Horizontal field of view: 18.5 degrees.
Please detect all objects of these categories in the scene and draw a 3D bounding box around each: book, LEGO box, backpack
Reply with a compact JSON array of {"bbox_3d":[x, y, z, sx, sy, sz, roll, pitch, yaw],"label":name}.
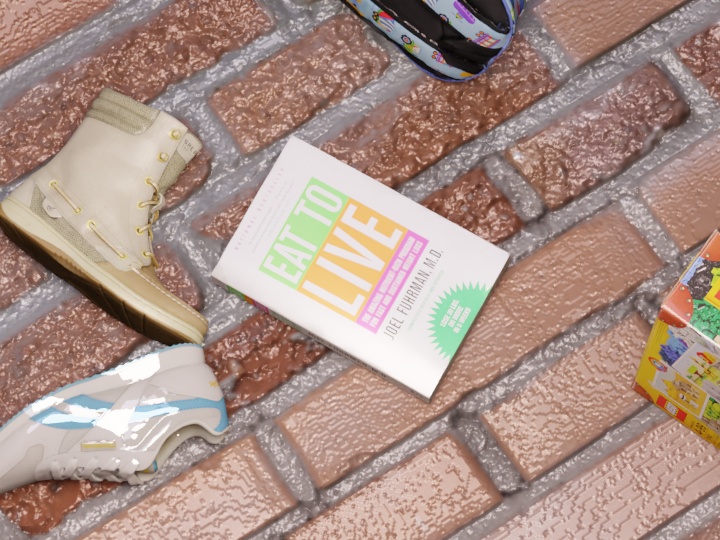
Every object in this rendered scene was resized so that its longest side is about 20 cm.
[{"bbox_3d":[0.000,0.000,1.756,0.200,0.048,0.134,28,77,8],"label":"book"},{"bbox_3d":[0.291,0.071,1.640,0.149,0.200,0.077,35,74,12],"label":"LEGO box"},{"bbox_3d":[0.059,-0.260,1.777,0.200,0.183,0.135,45,59,0],"label":"backpack"}]

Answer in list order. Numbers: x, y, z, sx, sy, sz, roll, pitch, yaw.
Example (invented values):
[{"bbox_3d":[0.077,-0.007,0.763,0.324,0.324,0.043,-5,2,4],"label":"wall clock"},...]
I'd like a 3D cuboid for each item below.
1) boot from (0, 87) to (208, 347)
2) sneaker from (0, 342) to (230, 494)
[{"bbox_3d":[-0.170,-0.043,1.757,0.200,0.072,0.155,35,72,13],"label":"boot"},{"bbox_3d":[-0.198,0.128,1.691,0.200,0.077,0.081,-24,73,-8],"label":"sneaker"}]
